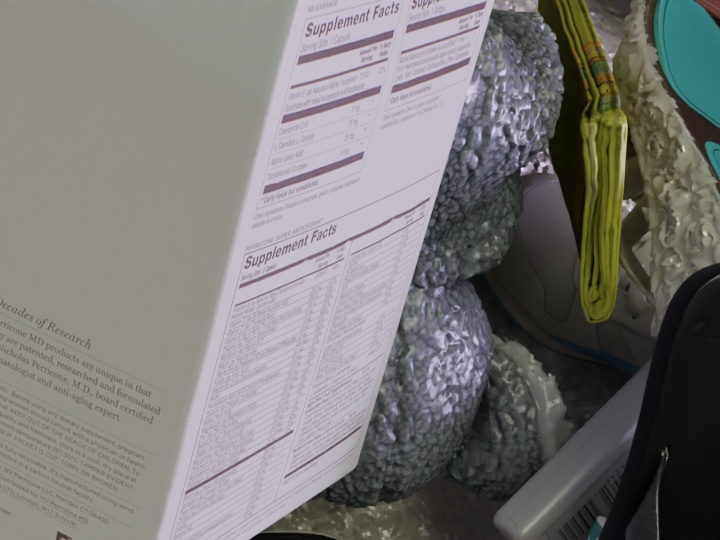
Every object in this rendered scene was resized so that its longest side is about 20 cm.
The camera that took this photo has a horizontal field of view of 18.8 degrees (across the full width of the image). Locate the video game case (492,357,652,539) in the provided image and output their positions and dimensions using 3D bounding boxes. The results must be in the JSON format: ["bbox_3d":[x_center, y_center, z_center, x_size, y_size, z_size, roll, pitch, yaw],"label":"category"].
[{"bbox_3d":[0.166,0.090,0.891,0.200,0.024,0.182,-43,126,-11],"label":"video game case"}]

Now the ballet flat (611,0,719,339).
[{"bbox_3d":[0.122,-0.038,0.858,0.072,0.072,0.200,22,35,-22],"label":"ballet flat"}]

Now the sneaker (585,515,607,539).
[{"bbox_3d":[0.163,0.111,0.837,0.199,0.070,0.094,-12,121,-26],"label":"sneaker"}]

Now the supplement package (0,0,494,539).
[{"bbox_3d":[-0.070,-0.032,0.688,0.152,0.200,0.151,24,23,20],"label":"supplement package"}]

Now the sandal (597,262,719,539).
[{"bbox_3d":[0.119,0.097,0.760,0.076,0.043,0.201,4,98,-12],"label":"sandal"}]

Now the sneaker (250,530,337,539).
[{"bbox_3d":[-0.062,0.139,0.780,0.200,0.112,0.073,-15,84,-31],"label":"sneaker"}]

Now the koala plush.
[{"bbox_3d":[0.000,0.000,0.835,0.177,0.184,0.200,-1,95,-18],"label":"koala plush"}]

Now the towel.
[{"bbox_3d":[0.084,-0.063,0.882,0.018,0.200,0.086,0,118,-2],"label":"towel"}]

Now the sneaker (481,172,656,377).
[{"bbox_3d":[0.140,0.017,0.946,0.200,0.081,0.077,33,64,-15],"label":"sneaker"}]

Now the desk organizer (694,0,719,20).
[{"bbox_3d":[0.173,-0.130,1.015,0.200,0.072,0.077,28,66,-19],"label":"desk organizer"}]
